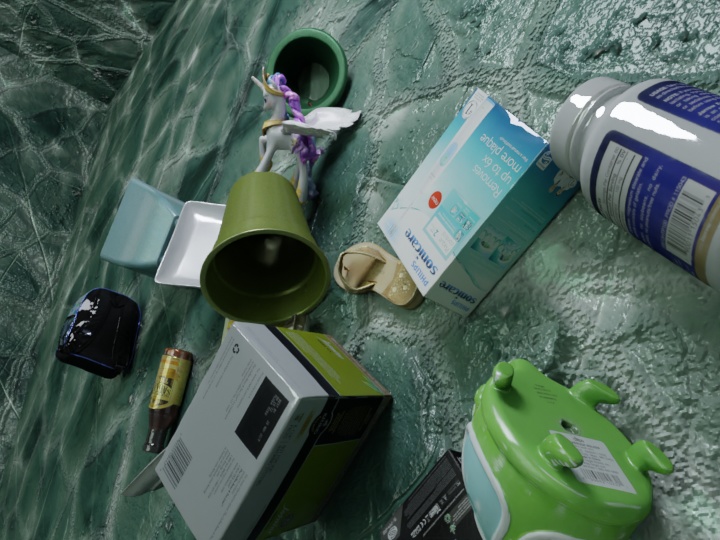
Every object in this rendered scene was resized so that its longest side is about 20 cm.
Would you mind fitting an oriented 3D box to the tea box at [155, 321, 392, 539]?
[{"bbox_3d":[-0.096,0.190,0.649,0.133,0.195,0.204,37,99,33],"label":"tea box"}]

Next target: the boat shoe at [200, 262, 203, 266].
[{"bbox_3d":[-0.249,-0.031,1.081,0.074,0.085,0.205,-39,19,40],"label":"boat shoe"}]

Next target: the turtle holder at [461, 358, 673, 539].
[{"bbox_3d":[0.137,0.153,0.448,0.185,0.138,0.135,42,120,43],"label":"turtle holder"}]

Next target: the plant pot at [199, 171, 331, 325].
[{"bbox_3d":[-0.152,-0.051,0.875,0.200,0.197,0.194,-42,39,27],"label":"plant pot"}]

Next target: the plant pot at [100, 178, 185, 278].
[{"bbox_3d":[-0.437,-0.067,1.247,0.197,0.194,0.202,19,85,44],"label":"plant pot"}]

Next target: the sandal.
[{"bbox_3d":[0.002,-0.006,0.754,0.209,0.069,0.080,21,87,54],"label":"sandal"}]

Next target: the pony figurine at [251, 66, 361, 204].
[{"bbox_3d":[-0.110,-0.227,0.940,0.187,0.167,0.206,17,116,13],"label":"pony figurine"}]

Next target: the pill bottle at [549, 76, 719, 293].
[{"bbox_3d":[0.252,-0.083,0.444,0.121,0.118,0.201,-53,39,15],"label":"pill bottle"}]

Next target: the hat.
[{"bbox_3d":[-0.091,-0.375,1.112,0.198,0.176,0.168,35,98,14],"label":"hat"}]

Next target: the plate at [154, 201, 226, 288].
[{"bbox_3d":[-0.251,-0.038,1.003,0.033,0.192,0.205,97,179,-51],"label":"plate"}]

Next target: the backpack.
[{"bbox_3d":[-0.686,0.162,1.432,0.145,0.181,0.206,-25,47,39],"label":"backpack"}]

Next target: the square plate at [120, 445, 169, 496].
[{"bbox_3d":[-0.234,0.264,0.828,0.198,0.198,0.029,-44,74,27],"label":"square plate"}]

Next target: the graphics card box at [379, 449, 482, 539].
[{"bbox_3d":[0.103,0.285,0.490,0.127,0.050,0.201,-55,39,16],"label":"graphics card box"}]

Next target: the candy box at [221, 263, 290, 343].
[{"bbox_3d":[-0.185,0.067,0.985,0.197,0.026,0.106,-23,55,42],"label":"candy box"}]

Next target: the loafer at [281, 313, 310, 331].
[{"bbox_3d":[-0.148,0.136,0.853,0.201,0.069,0.076,-48,21,24],"label":"loafer"}]

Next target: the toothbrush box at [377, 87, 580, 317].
[{"bbox_3d":[0.127,-0.077,0.625,0.202,0.084,0.148,-52,39,20],"label":"toothbrush box"}]

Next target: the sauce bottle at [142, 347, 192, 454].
[{"bbox_3d":[-0.394,0.264,1.112,0.065,0.065,0.207,-12,63,47],"label":"sauce bottle"}]
